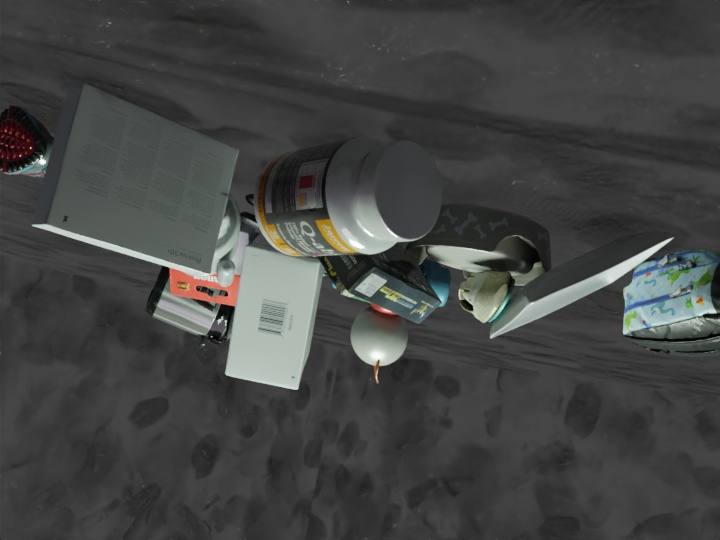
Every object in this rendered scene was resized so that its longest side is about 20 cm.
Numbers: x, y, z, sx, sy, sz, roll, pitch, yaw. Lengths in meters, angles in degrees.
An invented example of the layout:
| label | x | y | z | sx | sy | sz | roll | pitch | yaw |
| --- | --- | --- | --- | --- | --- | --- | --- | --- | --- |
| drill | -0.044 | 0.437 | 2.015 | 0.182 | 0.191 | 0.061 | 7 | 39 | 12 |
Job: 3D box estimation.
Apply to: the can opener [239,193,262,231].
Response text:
| label | x | y | z | sx | sy | sz | roll | pitch | yaw |
| --- | --- | --- | --- | --- | --- | --- | --- | --- | --- |
| can opener | -0.084 | -0.057 | 1.178 | 0.196 | 0.065 | 0.078 | 16 | 170 | -25 |

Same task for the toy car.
| label | x | y | z | sx | sy | sz | roll | pitch | yaw |
| --- | --- | --- | --- | --- | --- | --- | --- | --- | --- |
| toy car | 0.033 | 0.076 | 1.305 | 0.180 | 0.205 | 0.177 | 10 | -174 | -5 |

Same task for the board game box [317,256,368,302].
| label | x | y | z | sx | sy | sz | roll | pitch | yaw |
| --- | --- | --- | --- | --- | --- | --- | --- | --- | --- |
| board game box | 0.000 | 0.000 | 1.108 | 0.106 | 0.023 | 0.199 | 55 | -164 | 25 |

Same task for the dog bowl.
| label | x | y | z | sx | sy | sz | roll | pitch | yaw |
| --- | --- | --- | --- | --- | --- | --- | --- | --- | --- |
| dog bowl | 0.157 | -0.032 | 1.053 | 0.195 | 0.060 | 0.200 | 12 | 171 | 2 |

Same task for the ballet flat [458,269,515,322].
| label | x | y | z | sx | sy | sz | roll | pitch | yaw |
| --- | --- | --- | --- | --- | --- | --- | --- | --- | --- |
| ballet flat | 0.160 | 0.035 | 1.075 | 0.061 | 0.069 | 0.200 | 25 | 171 | 7 |

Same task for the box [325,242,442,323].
| label | x | y | z | sx | sy | sz | roll | pitch | yaw |
| --- | --- | --- | --- | --- | --- | --- | --- | --- | --- |
| box | 0.011 | -0.022 | 1.046 | 0.159 | 0.051 | 0.199 | 57 | -165 | 29 |

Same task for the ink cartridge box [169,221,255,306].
| label | x | y | z | sx | sy | sz | roll | pitch | yaw |
| --- | --- | --- | --- | --- | --- | --- | --- | --- | --- |
| ink cartridge box | -0.258 | -0.011 | 1.353 | 0.156 | 0.048 | 0.203 | 10 | 128 | 4 |

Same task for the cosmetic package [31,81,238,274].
| label | x | y | z | sx | sy | sz | roll | pitch | yaw |
| --- | --- | --- | --- | --- | --- | --- | --- | --- | --- |
| cosmetic package | -0.242 | -0.094 | 0.889 | 0.197 | 0.155 | 0.051 | 20 | 167 | -39 |

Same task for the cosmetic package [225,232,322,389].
| label | x | y | z | sx | sy | sz | roll | pitch | yaw |
| --- | --- | --- | --- | --- | --- | --- | --- | --- | --- |
| cosmetic package | -0.130 | 0.054 | 1.293 | 0.120 | 0.204 | 0.200 | 11 | -170 | 1 |

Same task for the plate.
| label | x | y | z | sx | sy | sz | roll | pitch | yaw |
| --- | --- | --- | --- | --- | --- | --- | --- | --- | --- |
| plate | 0.261 | 0.014 | 0.995 | 0.196 | 0.033 | 0.200 | -23 | 166 | -11 |

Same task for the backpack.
| label | x | y | z | sx | sy | sz | roll | pitch | yaw |
| --- | --- | --- | --- | --- | --- | --- | --- | --- | --- |
| backpack | 0.417 | 0.043 | 0.989 | 0.160 | 0.157 | 0.200 | 10 | 151 | -26 |

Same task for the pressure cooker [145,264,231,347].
| label | x | y | z | sx | sy | sz | roll | pitch | yaw |
| --- | --- | --- | --- | --- | --- | --- | --- | --- | --- |
| pressure cooker | -0.307 | 0.039 | 1.598 | 0.197 | 0.178 | 0.180 | 25 | -154 | -13 |

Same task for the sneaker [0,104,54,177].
| label | x | y | z | sx | sy | sz | roll | pitch | yaw |
| --- | --- | --- | --- | --- | --- | --- | --- | --- | --- |
| sneaker | -0.409 | -0.157 | 1.009 | 0.094 | 0.081 | 0.198 | 7 | -176 | -39 |

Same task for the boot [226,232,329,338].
| label | x | y | z | sx | sy | sz | roll | pitch | yaw |
| --- | --- | --- | --- | --- | --- | --- | --- | --- | --- |
| boot | -0.145 | 0.049 | 1.448 | 0.161 | 0.204 | 0.066 | 18 | -158 | -4 |

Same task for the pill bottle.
| label | x | y | z | sx | sy | sz | roll | pitch | yaw |
| --- | --- | --- | --- | --- | --- | --- | --- | --- | --- |
| pill bottle | -0.016 | -0.075 | 0.838 | 0.115 | 0.119 | 0.198 | 19 | 168 | -38 |

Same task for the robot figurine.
| label | x | y | z | sx | sy | sz | roll | pitch | yaw |
| --- | --- | --- | --- | --- | --- | --- | --- | --- | --- |
| robot figurine | -0.229 | -0.058 | 1.151 | 0.111 | 0.172 | 0.200 | -27 | 173 | -15 |
